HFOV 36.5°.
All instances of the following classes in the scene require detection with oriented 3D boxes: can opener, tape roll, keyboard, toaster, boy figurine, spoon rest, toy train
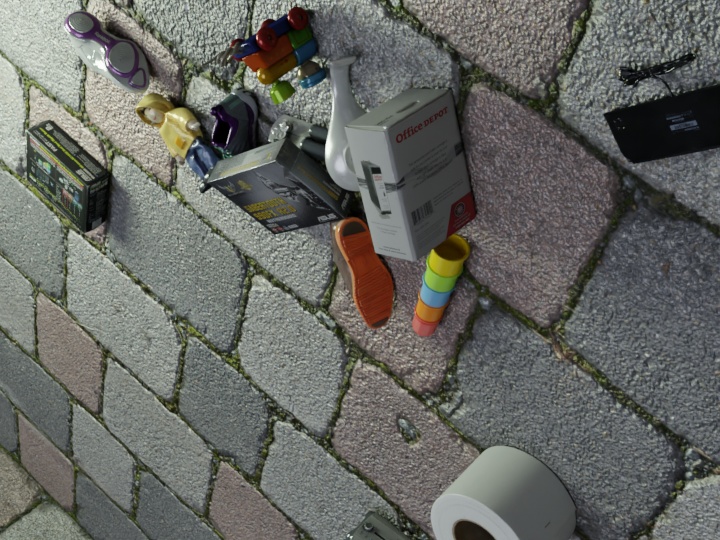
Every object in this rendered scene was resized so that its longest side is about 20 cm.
[{"bbox_3d":[-0.064,-0.198,1.717,0.199,0.053,0.066,21,167,37],"label":"can opener"},{"bbox_3d":[0.234,0.411,1.798,0.202,0.139,0.203,28,137,30],"label":"tape roll"},{"bbox_3d":[0.370,-0.194,1.271,0.200,0.021,0.127,-8,118,49],"label":"keyboard"},{"bbox_3d":[0.039,0.585,2.168,0.129,0.114,0.201,28,135,26],"label":"toaster"},{"bbox_3d":[-0.316,-0.238,1.934,0.200,0.064,0.124,49,146,0],"label":"boy figurine"},{"bbox_3d":[-0.012,-0.217,1.619,0.061,0.099,0.201,-130,29,-71],"label":"spoon rest"},{"bbox_3d":[-0.138,-0.291,1.590,0.084,0.200,0.116,-8,117,49],"label":"toy train"}]

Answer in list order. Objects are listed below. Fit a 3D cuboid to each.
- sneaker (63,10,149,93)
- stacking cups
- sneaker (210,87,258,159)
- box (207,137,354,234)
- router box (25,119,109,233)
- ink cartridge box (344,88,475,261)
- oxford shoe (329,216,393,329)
[{"bbox_3d":[-0.449,-0.384,1.971,0.200,0.075,0.100,44,161,13],"label":"sneaker"},{"bbox_3d":[0.120,0.031,1.686,0.060,0.060,0.200,36,142,22],"label":"stacking cups"},{"bbox_3d":[-0.219,-0.205,1.834,0.074,0.087,0.201,26,135,32],"label":"sneaker"},{"bbox_3d":[-0.131,-0.132,1.777,0.158,0.048,0.200,38,151,-31],"label":"box"},{"bbox_3d":[-0.614,-0.197,2.285,0.200,0.062,0.150,40,142,17],"label":"router box"},{"bbox_3d":[0.072,-0.137,1.528,0.083,0.147,0.201,13,127,43],"label":"ink cartridge box"},{"bbox_3d":[0.000,0.000,1.796,0.073,0.071,0.201,23,133,61],"label":"oxford shoe"}]
